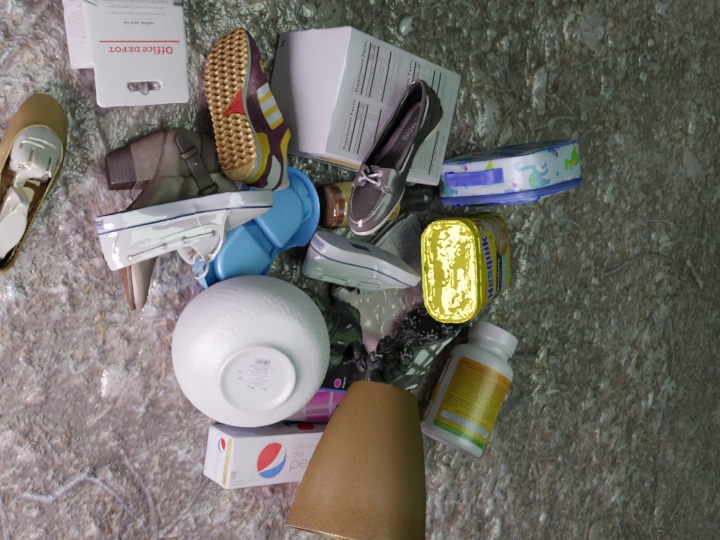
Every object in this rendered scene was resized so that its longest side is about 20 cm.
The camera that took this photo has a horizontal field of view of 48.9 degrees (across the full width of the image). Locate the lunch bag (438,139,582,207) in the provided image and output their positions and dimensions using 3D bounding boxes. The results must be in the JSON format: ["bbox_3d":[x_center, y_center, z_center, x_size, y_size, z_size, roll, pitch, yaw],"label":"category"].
[{"bbox_3d":[0.222,-0.147,1.214,0.159,0.198,0.084,-16,101,-40],"label":"lunch bag"}]

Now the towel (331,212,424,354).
[{"bbox_3d":[0.059,0.040,1.216,0.191,0.032,0.201,-48,124,-25],"label":"towel"}]

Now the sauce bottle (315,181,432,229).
[{"bbox_3d":[0.022,-0.099,1.135,0.198,0.066,0.067,-12,105,-38],"label":"sauce bottle"}]

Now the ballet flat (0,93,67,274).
[{"bbox_3d":[-0.344,-0.085,0.813,0.068,0.063,0.203,24,81,-41],"label":"ballet flat"}]

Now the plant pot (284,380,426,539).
[{"bbox_3d":[0.011,0.257,1.050,0.185,0.185,0.203,30,63,-40],"label":"plant pot"}]

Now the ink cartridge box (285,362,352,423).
[{"bbox_3d":[-0.099,0.156,1.095,0.198,0.037,0.096,14,89,-40],"label":"ink cartridge box"}]

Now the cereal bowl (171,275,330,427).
[{"bbox_3d":[-0.130,0.112,0.966,0.196,0.084,0.203,-5,118,-10],"label":"cereal bowl"}]

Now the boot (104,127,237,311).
[{"bbox_3d":[-0.212,-0.064,0.918,0.144,0.070,0.204,-9,94,-27],"label":"boot"}]

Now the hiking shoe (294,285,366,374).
[{"bbox_3d":[-0.063,0.086,1.059,0.198,0.076,0.102,12,49,-44],"label":"hiking shoe"}]

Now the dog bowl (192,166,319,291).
[{"bbox_3d":[-0.136,-0.046,1.014,0.201,0.049,0.112,-53,127,-22],"label":"dog bowl"}]

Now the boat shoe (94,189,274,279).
[{"bbox_3d":[-0.181,-0.035,0.864,0.200,0.074,0.088,-16,101,-33],"label":"boat shoe"}]

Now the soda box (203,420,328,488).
[{"bbox_3d":[-0.111,0.247,1.080,0.198,0.063,0.069,7,93,-41],"label":"soda box"}]

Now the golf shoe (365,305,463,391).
[{"bbox_3d":[0.078,0.124,1.192,0.199,0.077,0.096,-30,141,-36],"label":"golf shoe"}]

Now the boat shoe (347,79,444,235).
[{"bbox_3d":[0.033,-0.138,0.935,0.202,0.066,0.057,-59,141,-18],"label":"boat shoe"}]

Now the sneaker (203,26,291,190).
[{"bbox_3d":[-0.131,-0.191,0.959,0.090,0.074,0.203,17,62,-56],"label":"sneaker"}]

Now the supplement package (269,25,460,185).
[{"bbox_3d":[0.000,-0.210,1.035,0.198,0.151,0.153,9,94,-41],"label":"supplement package"}]

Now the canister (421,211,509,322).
[{"bbox_3d":[0.168,-0.013,1.220,0.199,0.085,0.151,-20,107,-63],"label":"canister"}]

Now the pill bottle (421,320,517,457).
[{"bbox_3d":[0.184,0.191,1.299,0.111,0.110,0.202,35,74,-39],"label":"pill bottle"}]

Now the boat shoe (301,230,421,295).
[{"bbox_3d":[0.000,0.000,1.107,0.198,0.074,0.066,18,108,-37],"label":"boat shoe"}]

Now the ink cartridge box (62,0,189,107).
[{"bbox_3d":[-0.255,-0.281,0.854,0.115,0.067,0.204,-13,106,-39],"label":"ink cartridge box"}]
